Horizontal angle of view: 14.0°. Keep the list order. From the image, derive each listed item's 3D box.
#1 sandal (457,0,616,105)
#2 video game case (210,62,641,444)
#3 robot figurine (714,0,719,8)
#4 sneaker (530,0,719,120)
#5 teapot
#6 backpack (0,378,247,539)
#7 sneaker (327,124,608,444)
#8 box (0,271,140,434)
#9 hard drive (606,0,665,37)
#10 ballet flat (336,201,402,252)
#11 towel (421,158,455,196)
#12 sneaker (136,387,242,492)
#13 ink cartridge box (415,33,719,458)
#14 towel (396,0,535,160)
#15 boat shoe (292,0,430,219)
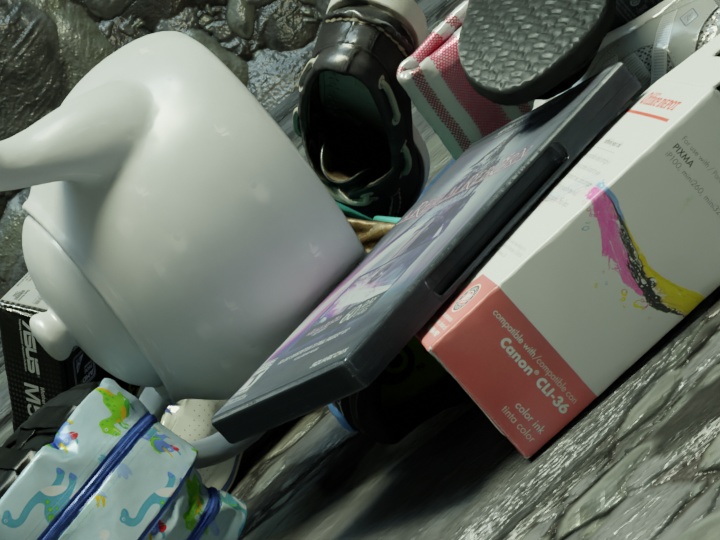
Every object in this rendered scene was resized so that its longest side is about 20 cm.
[{"bbox_3d":[0.085,-0.120,1.375,0.075,0.048,0.201,-25,25,11],"label":"sandal"},{"bbox_3d":[0.028,-0.007,1.297,0.200,0.019,0.143,-48,10,-27],"label":"video game case"},{"bbox_3d":[0.241,-0.180,1.318,0.200,0.125,0.150,-38,-30,15],"label":"robot figurine"},{"bbox_3d":[0.151,-0.086,1.431,0.200,0.075,0.082,-48,24,11],"label":"sneaker"},{"bbox_3d":[-0.094,-0.005,1.418,0.146,0.200,0.197,-39,2,-8],"label":"teapot"},{"bbox_3d":[-0.136,0.132,1.394,0.163,0.154,0.200,-44,-18,-29],"label":"backpack"},{"bbox_3d":[0.071,0.012,1.347,0.200,0.071,0.083,-39,27,3],"label":"sneaker"},{"bbox_3d":[-0.132,0.050,1.689,0.047,0.193,0.200,12,36,24],"label":"box"},{"bbox_3d":[0.194,-0.169,1.470,0.200,0.140,0.033,-40,39,8],"label":"hard drive"},{"bbox_3d":[0.000,0.000,1.511,0.200,0.068,0.072,16,84,42],"label":"ballet flat"},{"bbox_3d":[0.055,-0.022,1.626,0.200,0.049,0.112,-45,9,-34],"label":"towel"},{"bbox_3d":[-0.095,0.049,1.633,0.199,0.115,0.080,-45,29,-26],"label":"sneaker"},{"bbox_3d":[0.116,-0.018,1.243,0.200,0.068,0.116,-42,8,0],"label":"ink cartridge box"},{"bbox_3d":[0.126,-0.118,1.517,0.200,0.146,0.030,-42,39,-2],"label":"towel"},{"bbox_3d":[-0.001,-0.070,1.555,0.200,0.074,0.060,100,-168,-58],"label":"boat shoe"}]
